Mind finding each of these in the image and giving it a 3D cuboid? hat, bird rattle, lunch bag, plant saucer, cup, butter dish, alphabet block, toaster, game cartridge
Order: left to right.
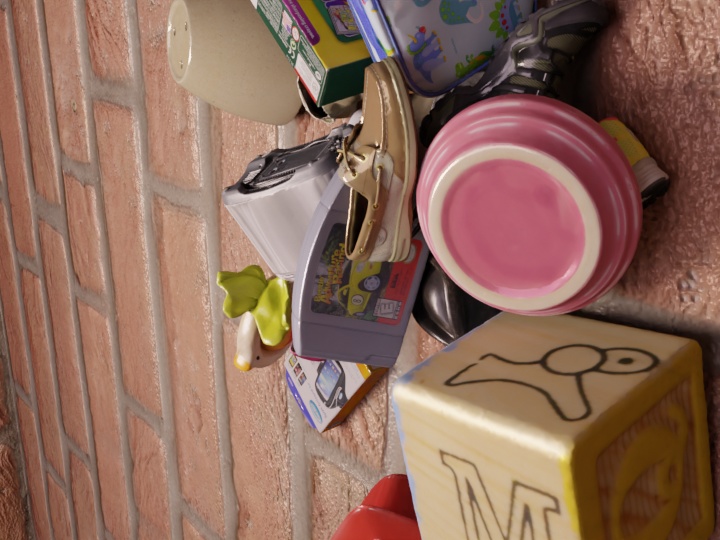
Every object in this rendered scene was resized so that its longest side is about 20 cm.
[{"bbox_3d":[-0.165,-0.288,1.035,0.199,0.141,0.205,18,110,60],"label":"cup"},{"bbox_3d":[-0.109,0.044,1.056,0.111,0.200,0.166,24,112,14],"label":"bird rattle"},{"bbox_3d":[-0.047,-0.073,0.903,0.197,0.114,0.131,-14,118,33],"label":"toaster"},{"bbox_3d":[0.000,0.000,0.842,0.041,0.131,0.204,-132,55,-65],"label":"game cartridge"},{"bbox_3d":[0.064,0.314,0.971,0.197,0.149,0.201,24,132,-4],"label":"butter dish"},{"bbox_3d":[0.058,-0.269,0.720,0.202,0.160,0.082,59,169,-32],"label":"lunch bag"},{"bbox_3d":[0.105,0.032,0.868,0.199,0.080,0.205,19,115,47],"label":"hat"},{"bbox_3d":[0.134,-0.044,0.690,0.197,0.051,0.204,15,124,23],"label":"plant saucer"},{"bbox_3d":[0.171,0.165,0.719,0.198,0.193,0.200,12,122,51],"label":"alphabet block"}]

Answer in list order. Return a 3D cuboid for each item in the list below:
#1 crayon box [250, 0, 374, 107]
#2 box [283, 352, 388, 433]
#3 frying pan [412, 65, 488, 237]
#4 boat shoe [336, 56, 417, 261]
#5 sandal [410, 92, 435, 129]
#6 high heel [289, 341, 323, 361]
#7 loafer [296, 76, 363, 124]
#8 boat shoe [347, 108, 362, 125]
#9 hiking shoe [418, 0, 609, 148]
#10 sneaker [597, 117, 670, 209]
[{"bbox_3d":[-0.013,-0.280,0.841,0.202,0.170,0.059,59,153,21],"label":"crayon box"},{"bbox_3d":[-0.041,0.135,1.125,0.120,0.041,0.201,59,142,21],"label":"box"},{"bbox_3d":[0.089,-0.130,0.799,0.188,0.031,0.116,-35,69,12],"label":"frying pan"},{"bbox_3d":[0.012,-0.091,0.742,0.074,0.065,0.203,-117,21,-55],"label":"boat shoe"},{"bbox_3d":[0.028,-0.217,0.910,0.200,0.053,0.081,43,132,36],"label":"sandal"},{"bbox_3d":[-0.009,0.029,0.976,0.068,0.095,0.201,52,120,24],"label":"high heel"},{"bbox_3d":[-0.039,-0.210,0.937,0.200,0.067,0.077,-177,66,-79],"label":"loafer"},{"bbox_3d":[-0.019,-0.106,0.990,0.065,0.073,0.203,34,125,35],"label":"boat shoe"},{"bbox_3d":[0.151,-0.151,0.727,0.199,0.075,0.101,-41,75,21],"label":"hiking shoe"},{"bbox_3d":[0.182,-0.066,0.749,0.199,0.077,0.092,-35,74,39],"label":"sneaker"}]
